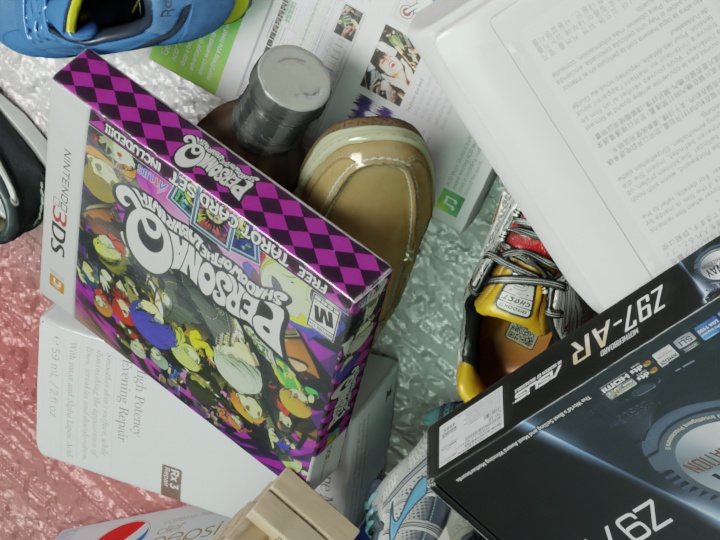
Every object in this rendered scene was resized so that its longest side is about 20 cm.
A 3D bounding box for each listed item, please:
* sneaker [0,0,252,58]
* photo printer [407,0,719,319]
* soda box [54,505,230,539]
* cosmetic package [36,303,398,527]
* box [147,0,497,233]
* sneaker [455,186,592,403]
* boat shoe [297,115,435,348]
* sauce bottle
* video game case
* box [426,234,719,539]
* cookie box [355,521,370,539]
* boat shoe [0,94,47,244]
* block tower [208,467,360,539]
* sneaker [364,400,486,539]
[{"bbox_3d":[-0.147,-0.144,1.036,0.200,0.078,0.066,0,105,45],"label":"sneaker"},{"bbox_3d":[0.143,-0.077,0.933,0.166,0.069,0.200,-34,107,7],"label":"photo printer"},{"bbox_3d":[-0.112,0.191,1.238,0.200,0.064,0.068,-14,112,31],"label":"soda box"},{"bbox_3d":[-0.086,0.081,1.160,0.199,0.074,0.102,16,123,17],"label":"cosmetic package"},{"bbox_3d":[-0.002,-0.127,1.029,0.200,0.036,0.145,29,125,6],"label":"box"},{"bbox_3d":[0.099,-0.008,1.019,0.078,0.082,0.201,20,120,14],"label":"sneaker"},{"bbox_3d":[0.000,0.000,1.031,0.071,0.076,0.200,3,149,-4],"label":"boat shoe"},{"bbox_3d":[-0.068,-0.049,1.054,0.065,0.065,0.200,38,142,1],"label":"sauce bottle"},{"bbox_3d":[-0.083,0.005,1.030,0.200,0.036,0.182,36,145,16],"label":"video game case"},{"bbox_3d":[0.156,0.086,0.953,0.200,0.044,0.160,-35,117,24],"label":"box"},{"bbox_3d":[0.087,0.239,1.166,0.171,0.075,0.201,8,120,20],"label":"cookie box"},{"bbox_3d":[-0.255,-0.100,1.142,0.200,0.060,0.076,43,126,-3],"label":"boat shoe"},{"bbox_3d":[-0.075,0.180,1.111,0.058,0.054,0.200,42,142,0],"label":"block tower"},{"bbox_3d":[0.037,0.152,1.078,0.086,0.200,0.078,2,135,36],"label":"sneaker"}]
